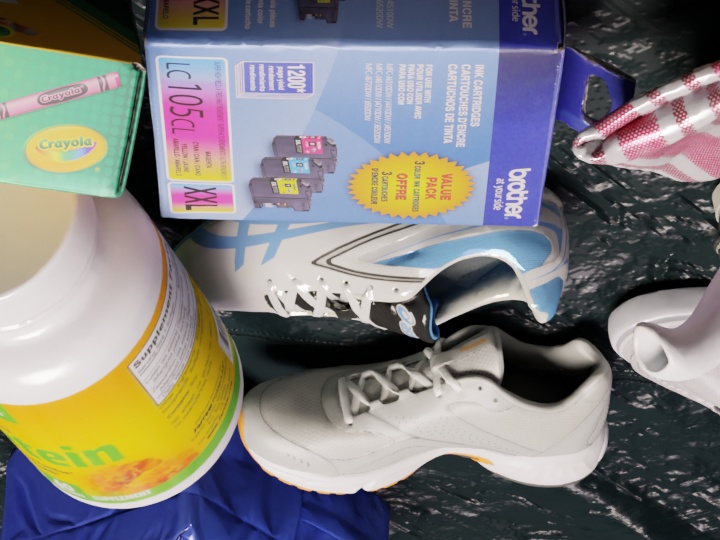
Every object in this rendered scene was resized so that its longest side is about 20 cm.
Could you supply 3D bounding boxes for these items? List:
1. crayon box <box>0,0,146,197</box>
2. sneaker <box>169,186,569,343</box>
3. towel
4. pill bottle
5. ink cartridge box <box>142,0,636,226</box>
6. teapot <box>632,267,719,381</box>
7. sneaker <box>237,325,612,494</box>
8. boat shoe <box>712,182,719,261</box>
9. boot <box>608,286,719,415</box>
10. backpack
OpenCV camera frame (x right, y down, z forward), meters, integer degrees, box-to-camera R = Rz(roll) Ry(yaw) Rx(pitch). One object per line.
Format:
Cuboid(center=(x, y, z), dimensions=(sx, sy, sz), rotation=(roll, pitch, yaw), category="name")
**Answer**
Cuboid(center=(-0.190, -0.087, 1.023), dimensions=(0.199, 0.119, 0.059), rotation=(8, 109, -12), category="crayon box")
Cuboid(center=(0.000, 0.000, 1.219), dimensions=(0.199, 0.073, 0.072), rotation=(-6, 150, 13), category="sneaker")
Cuboid(center=(0.195, -0.078, 1.043), dimensions=(0.199, 0.030, 0.146), rotation=(-24, 168, 23), category="towel")
Cuboid(center=(-0.130, 0.020, 1.138), dimensions=(0.110, 0.112, 0.200), rotation=(-7, 153, 13), category="pill bottle")
Cuboid(center=(0.013, -0.084, 1.076), dimensions=(0.199, 0.077, 0.137), rotation=(-1, 149, -1), category="ink cartridge box")
Cuboid(center=(0.237, 0.053, 1.050), dimensions=(0.199, 0.147, 0.198), rotation=(10, 151, 27), category="teapot")
Cuboid(center=(0.036, 0.061, 1.332), dimensions=(0.199, 0.076, 0.092), rotation=(-2, 143, -10), category="sneaker")
Cuboid(center=(0.264, -0.003, 1.212), dimensions=(0.199, 0.068, 0.072), rotation=(4, 148, -8), category="boat shoe")
Cuboid(center=(0.220, 0.074, 1.312), dimensions=(0.199, 0.096, 0.074), rotation=(12, 148, -18), category="boot")
Cuboid(center=(-0.086, 0.174, 1.424), dimensions=(0.162, 0.169, 0.200), rotation=(-14, 150, 36), category="backpack")
